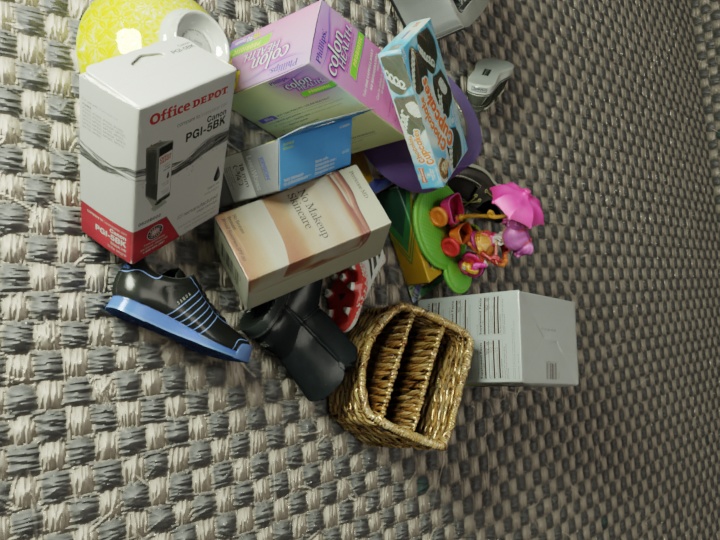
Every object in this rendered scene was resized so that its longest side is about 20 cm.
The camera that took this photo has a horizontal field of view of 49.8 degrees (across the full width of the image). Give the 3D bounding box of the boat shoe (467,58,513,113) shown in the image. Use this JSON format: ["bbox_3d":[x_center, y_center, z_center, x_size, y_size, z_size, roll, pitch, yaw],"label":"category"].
[{"bbox_3d":[0.247,-0.365,1.519,0.200,0.071,0.064,-49,152,-51],"label":"boat shoe"}]

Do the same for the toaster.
[{"bbox_3d":[0.133,-0.506,1.365,0.200,0.118,0.181,57,47,-26],"label":"toaster"}]

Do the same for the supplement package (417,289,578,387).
[{"bbox_3d":[0.230,0.122,1.304,0.191,0.200,0.147,11,75,-47],"label":"supplement package"}]

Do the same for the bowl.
[{"bbox_3d":[-0.220,-0.253,0.923,0.200,0.108,0.201,10,76,-47],"label":"bowl"}]

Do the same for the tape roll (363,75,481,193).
[{"bbox_3d":[0.089,-0.227,1.210,0.200,0.085,0.200,20,54,-30],"label":"tape roll"}]

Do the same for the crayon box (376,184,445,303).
[{"bbox_3d":[0.109,-0.062,1.310,0.126,0.051,0.200,-33,108,-47],"label":"crayon box"}]

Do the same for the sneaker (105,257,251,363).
[{"bbox_3d":[-0.201,0.048,0.920,0.200,0.070,0.078,33,66,-40],"label":"sneaker"}]

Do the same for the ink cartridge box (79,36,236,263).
[{"bbox_3d":[-0.219,-0.129,0.837,0.147,0.083,0.200,-40,155,-44],"label":"ink cartridge box"}]

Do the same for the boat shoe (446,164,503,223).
[{"bbox_3d":[0.215,-0.142,1.429,0.201,0.072,0.061,21,64,-48],"label":"boat shoe"}]

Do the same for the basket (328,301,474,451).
[{"bbox_3d":[0.059,0.148,1.142,0.143,0.149,0.200,45,53,-35],"label":"basket"}]

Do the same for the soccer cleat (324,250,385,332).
[{"bbox_3d":[0.000,0.000,1.164,0.085,0.069,0.200,24,61,-40],"label":"soccer cleat"}]

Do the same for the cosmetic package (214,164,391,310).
[{"bbox_3d":[-0.075,-0.044,0.982,0.200,0.087,0.103,-24,70,-21],"label":"cosmetic package"}]

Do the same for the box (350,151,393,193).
[{"bbox_3d":[0.040,-0.203,1.265,0.200,0.041,0.119,-33,108,-44],"label":"box"}]

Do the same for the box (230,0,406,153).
[{"bbox_3d":[-0.056,-0.247,1.058,0.200,0.176,0.097,27,64,-43],"label":"box"}]

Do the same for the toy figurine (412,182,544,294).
[{"bbox_3d":[0.209,-0.063,1.245,0.150,0.184,0.200,-37,112,-46],"label":"toy figurine"}]

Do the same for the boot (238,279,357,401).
[{"bbox_3d":[-0.063,0.060,1.071,0.168,0.076,0.200,49,52,-30],"label":"boot"}]

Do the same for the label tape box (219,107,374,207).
[{"bbox_3d":[-0.088,-0.140,0.982,0.144,0.200,0.063,-28,104,-47],"label":"label tape box"}]

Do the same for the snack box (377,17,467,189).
[{"bbox_3d":[0.090,-0.226,1.060,0.116,0.037,0.200,-56,133,-45],"label":"snack box"}]
